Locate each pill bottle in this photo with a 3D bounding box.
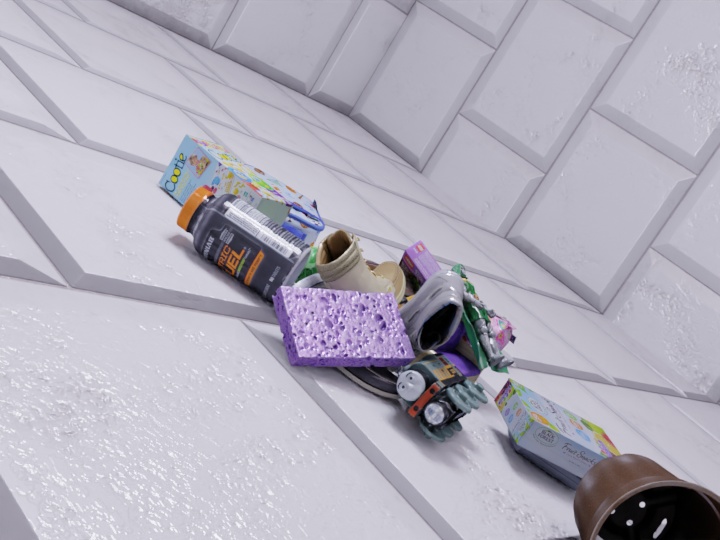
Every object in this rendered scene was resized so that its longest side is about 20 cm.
[{"bbox_3d":[-0.182,-0.046,1.494,0.199,0.107,0.106,33,13,3],"label":"pill bottle"}]

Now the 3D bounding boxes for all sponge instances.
[{"bbox_3d":[-0.023,0.081,1.384,0.198,0.030,0.113,5,55,-34],"label":"sponge"}]

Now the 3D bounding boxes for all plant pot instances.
[{"bbox_3d":[0.370,0.338,1.263,0.199,0.202,0.198,32,6,-3],"label":"plant pot"}]

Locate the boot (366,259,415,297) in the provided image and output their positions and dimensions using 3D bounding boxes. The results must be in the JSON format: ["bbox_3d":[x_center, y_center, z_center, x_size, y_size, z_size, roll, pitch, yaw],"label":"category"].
[{"bbox_3d":[0.014,0.013,1.755,0.199,0.071,0.146,27,9,-29],"label":"boot"}]

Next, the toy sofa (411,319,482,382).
[{"bbox_3d":[0.144,0.142,1.610,0.083,0.098,0.199,37,13,22],"label":"toy sofa"}]

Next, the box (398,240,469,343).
[{"bbox_3d":[0.142,0.053,1.786,0.201,0.039,0.137,55,-14,11],"label":"box"}]

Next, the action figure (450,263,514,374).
[{"bbox_3d":[0.197,0.074,1.664,0.118,0.054,0.202,30,32,-57],"label":"action figure"}]

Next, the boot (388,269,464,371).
[{"bbox_3d":[0.083,0.093,1.450,0.073,0.201,0.096,29,26,-12],"label":"boot"}]

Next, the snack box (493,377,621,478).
[{"bbox_3d":[0.317,0.260,1.535,0.198,0.053,0.142,29,13,-16],"label":"snack box"}]

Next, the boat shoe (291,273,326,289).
[{"bbox_3d":[-0.056,0.047,1.529,0.066,0.074,0.199,52,29,15],"label":"boat shoe"}]

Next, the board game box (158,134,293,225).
[{"bbox_3d":[-0.232,-0.131,1.686,0.200,0.105,0.103,40,14,24],"label":"board game box"}]

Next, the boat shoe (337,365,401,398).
[{"bbox_3d":[-0.011,0.112,1.421,0.199,0.063,0.073,34,11,2],"label":"boat shoe"}]

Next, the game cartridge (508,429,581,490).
[{"bbox_3d":[0.307,0.285,1.617,0.133,0.041,0.200,38,13,4],"label":"game cartridge"}]

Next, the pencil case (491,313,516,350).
[{"bbox_3d":[0.225,0.091,2.011,0.200,0.088,0.087,39,15,28],"label":"pencil case"}]

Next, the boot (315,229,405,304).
[{"bbox_3d":[0.000,0.000,1.514,0.072,0.157,0.200,-4,30,32],"label":"boot"}]

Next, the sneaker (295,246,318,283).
[{"bbox_3d":[-0.116,-0.008,1.601,0.198,0.075,0.084,17,20,-17],"label":"sneaker"}]

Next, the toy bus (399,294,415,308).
[{"bbox_3d":[0.090,0.086,1.631,0.065,0.079,0.199,44,27,17],"label":"toy bus"}]

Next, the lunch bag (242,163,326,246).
[{"bbox_3d":[-0.160,-0.119,1.887,0.198,0.076,0.161,26,17,-22],"label":"lunch bag"}]

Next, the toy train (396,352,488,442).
[{"bbox_3d":[0.111,0.177,1.407,0.114,0.085,0.200,44,13,15],"label":"toy train"}]
